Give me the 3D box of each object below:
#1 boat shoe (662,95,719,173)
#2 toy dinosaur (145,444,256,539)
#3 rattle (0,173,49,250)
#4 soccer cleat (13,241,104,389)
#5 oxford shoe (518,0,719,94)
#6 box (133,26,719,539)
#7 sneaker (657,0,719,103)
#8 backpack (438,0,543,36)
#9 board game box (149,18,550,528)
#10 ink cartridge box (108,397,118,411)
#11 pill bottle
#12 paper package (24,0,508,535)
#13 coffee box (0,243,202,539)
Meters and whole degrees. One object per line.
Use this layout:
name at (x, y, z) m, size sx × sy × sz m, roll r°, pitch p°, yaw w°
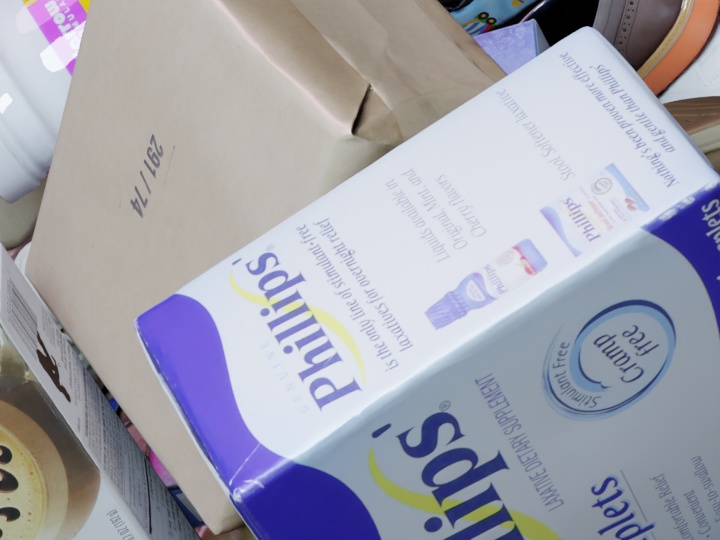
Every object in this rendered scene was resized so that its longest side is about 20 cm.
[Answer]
boat shoe at (0.172, -0.041, 1.054) m, size 0.199 × 0.065 × 0.071 m, roll -12°, pitch 9°, yaw -36°
toy dinosaur at (-0.036, 0.086, 1.199) m, size 0.200 × 0.058 × 0.101 m, roll -42°, pitch 38°, yaw -6°
rattle at (-0.203, -0.025, 1.431) m, size 0.130 × 0.201 × 0.143 m, roll -29°, pitch 15°, yaw -14°
soccer cleat at (-0.153, 0.052, 1.223) m, size 0.200 × 0.069 × 0.078 m, roll -54°, pitch 11°, yaw 50°
oxford shoe at (0.090, -0.088, 1.263) m, size 0.200 × 0.072 × 0.071 m, roll -53°, pitch 37°, yaw 34°
box at (0.051, 0.047, 0.944) m, size 0.199 × 0.184 × 0.105 m, roll -33°, pitch 45°, yaw -1°
sneaker at (0.215, -0.128, 1.202) m, size 0.199 × 0.073 × 0.117 m, roll -5°, pitch 76°, yaw 48°
backpack at (0.081, -0.175, 1.397) m, size 0.199 × 0.182 × 0.135 m, roll -25°, pitch 57°, yaw 25°
board game box at (0.000, 0.000, 1.166) m, size 0.199 × 0.043 × 0.200 m, roll -15°, pitch 54°, yaw 16°
ink cartridge box at (-0.182, 0.118, 1.321) m, size 0.099 × 0.039 × 0.200 m, roll -27°, pitch 22°, yaw 14°
pill bottle at (-0.110, -0.119, 1.257) m, size 0.199 × 0.105 × 0.104 m, roll -35°, pitch 22°, yaw 0°
paper package at (-0.038, -0.030, 1.041) m, size 0.103 × 0.201 × 0.191 m, roll -7°, pitch 41°, yaw -34°
coffee box at (-0.145, 0.107, 1.077) m, size 0.113 × 0.201 × 0.080 m, roll -28°, pitch 25°, yaw 6°
